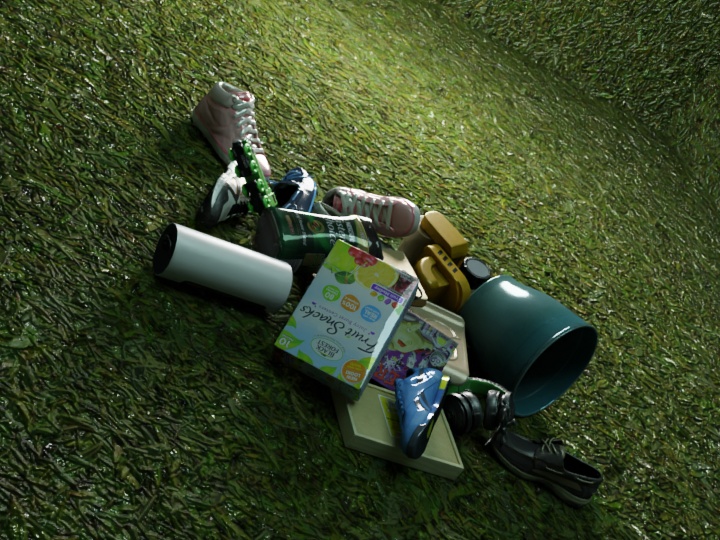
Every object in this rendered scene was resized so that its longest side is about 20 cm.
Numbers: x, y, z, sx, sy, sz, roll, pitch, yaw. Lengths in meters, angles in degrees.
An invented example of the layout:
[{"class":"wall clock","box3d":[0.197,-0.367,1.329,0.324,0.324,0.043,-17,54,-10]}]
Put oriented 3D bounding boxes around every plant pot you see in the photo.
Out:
[{"class":"plant pot","box3d":[0.274,0.115,1.876,0.199,0.201,0.188,2,35,-49]}]

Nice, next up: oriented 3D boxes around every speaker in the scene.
[{"class":"speaker","box3d":[-0.202,-0.003,1.592,0.199,0.081,0.082,20,31,-31]}]

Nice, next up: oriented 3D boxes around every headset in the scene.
[{"class":"headset","box3d":[0.189,0.208,1.680,0.122,0.095,0.200,-1,22,-13]}]

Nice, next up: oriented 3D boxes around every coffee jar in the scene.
[{"class":"coffee jar","box3d":[-0.063,-0.043,1.737,0.198,0.086,0.105,4,47,-31]}]

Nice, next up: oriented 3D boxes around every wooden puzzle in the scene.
[{"class":"wooden puzzle","box3d":[0.087,0.108,1.783,0.184,0.047,0.200,24,26,-7]}]

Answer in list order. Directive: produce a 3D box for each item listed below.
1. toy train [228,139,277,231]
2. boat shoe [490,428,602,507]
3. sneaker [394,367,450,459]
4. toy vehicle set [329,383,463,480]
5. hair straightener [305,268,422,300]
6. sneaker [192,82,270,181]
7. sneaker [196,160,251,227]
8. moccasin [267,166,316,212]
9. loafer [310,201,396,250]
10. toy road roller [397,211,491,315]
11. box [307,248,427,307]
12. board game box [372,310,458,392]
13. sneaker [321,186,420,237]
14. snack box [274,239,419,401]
[{"class":"toy train","box3d":[-0.164,-0.121,1.771,0.056,0.041,0.202,-49,122,-65]},{"class":"boat shoe","box3d":[0.299,0.298,1.728,0.199,0.074,0.075,30,27,-13]},{"class":"sneaker","box3d":[0.074,0.203,1.571,0.078,0.066,0.200,18,28,8]},{"class":"toy vehicle set","box3d":[0.053,0.229,1.591,0.199,0.027,0.125,22,30,-28]},{"class":"hair straightener","box3d":[0.008,0.032,1.720,0.198,0.077,0.041,-1,40,-17]},{"class":"sneaker","box3d":[-0.216,-0.255,1.940,0.200,0.105,0.075,49,27,20]},{"class":"sneaker","box3d":[-0.209,-0.119,1.780,0.080,0.074,0.200,35,27,-7]},{"class":"moccasin","box3d":[-0.120,-0.133,1.890,0.068,0.080,0.201,47,19,-27]},{"class":"loafer","box3d":[-0.011,-0.062,1.932,0.199,0.070,0.070,22,29,-27]},{"class":"toy road roller","box3d":[0.123,0.001,1.946,0.145,0.123,0.200,-12,53,-42]},{"class":"box","box3d":[0.000,0.000,1.830,0.198,0.021,0.164,8,29,-19]},{"class":"board game box","box3d":[0.039,0.109,1.669,0.199,0.121,0.032,33,2,-8]},{"class":"sneaker","box3d":[0.010,-0.106,1.975,0.104,0.076,0.199,-2,16,-45]},{"class":"snack box","box3d":[-0.018,0.070,1.582,0.141,0.053,0.201,26,63,11]}]
